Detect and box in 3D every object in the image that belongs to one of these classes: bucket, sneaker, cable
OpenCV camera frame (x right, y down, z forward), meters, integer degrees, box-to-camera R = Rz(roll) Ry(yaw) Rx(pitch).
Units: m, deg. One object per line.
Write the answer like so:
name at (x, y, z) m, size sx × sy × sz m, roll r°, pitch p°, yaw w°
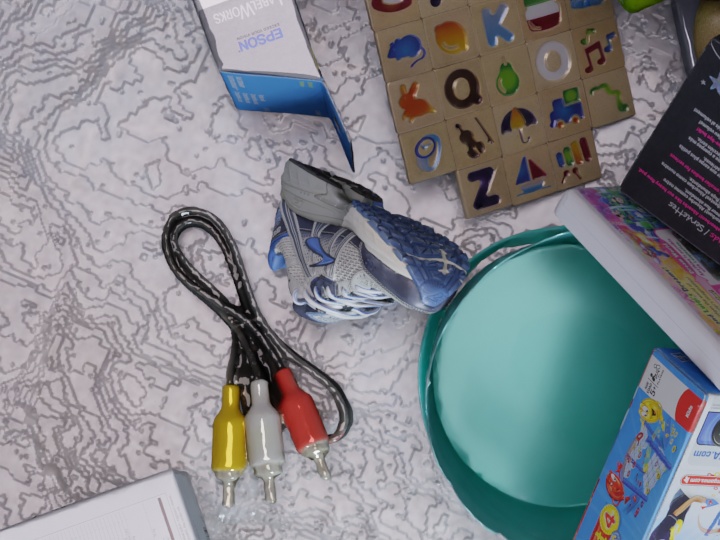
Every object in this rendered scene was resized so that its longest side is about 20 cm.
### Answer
bucket at (0.131, 0.072, 1.547) m, size 0.206 × 0.135 × 0.208 m, roll 0°, pitch 93°, yaw -2°
sneaker at (0.000, 0.000, 1.560) m, size 0.077 × 0.200 × 0.085 m, roll 19°, pitch 99°, yaw -28°
cable at (-0.066, 0.049, 1.609) m, size 0.097 × 0.050 × 0.201 m, roll -15°, pitch 85°, yaw -1°

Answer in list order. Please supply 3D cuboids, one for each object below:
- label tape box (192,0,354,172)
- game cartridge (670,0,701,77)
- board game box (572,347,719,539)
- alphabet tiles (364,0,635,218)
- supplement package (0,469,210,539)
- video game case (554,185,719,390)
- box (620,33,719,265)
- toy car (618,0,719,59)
label tape box at (-0.067, -0.154, 1.582) m, size 0.063 × 0.144 × 0.201 m, roll -20°, pitch 84°, yaw -1°
game cartridge at (0.309, -0.151, 1.629) m, size 0.199 × 0.040 × 0.134 m, roll -11°, pitch 88°, yaw 0°
board game box at (0.224, 0.149, 1.468) m, size 0.200 × 0.056 × 0.196 m, roll 7°, pitch 114°, yaw -35°
alphabet tiles at (0.090, -0.142, 1.601) m, size 0.166 × 0.006 × 0.201 m, roll -18°, pitch 103°, yaw -18°
supplement package at (-0.189, 0.209, 1.566) m, size 0.199 × 0.110 × 0.114 m, roll -19°, pitch 84°, yaw -1°
video game case at (0.232, 0.018, 1.450) m, size 0.200 × 0.182 × 0.024 m, roll 49°, pitch 125°, yaw 30°
box at (0.274, -0.045, 1.444) m, size 0.200 × 0.132 × 0.115 m, roll 39°, pitch 119°, yaw 13°
toy car at (0.248, -0.162, 1.569) m, size 0.164 × 0.158 × 0.200 m, roll -23°, pitch 112°, yaw 1°
